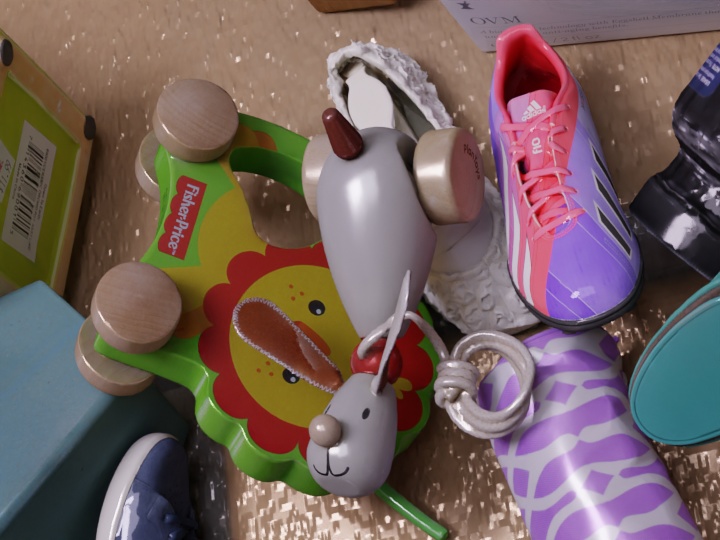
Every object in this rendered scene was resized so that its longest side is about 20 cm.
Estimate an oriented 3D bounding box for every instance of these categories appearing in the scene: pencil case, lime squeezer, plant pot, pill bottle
[{"bbox_3d":[0.126,0.122,1.022,0.084,0.085,0.201,-52,50,45],"label":"pencil case"},{"bbox_3d":[-0.012,0.066,1.136,0.070,0.038,0.201,-9,62,-14],"label":"lime squeezer"},{"bbox_3d":[-0.201,0.118,1.139,0.200,0.141,0.141,-47,59,-9],"label":"plant pot"},{"bbox_3d":[0.225,-0.085,1.025,0.112,0.112,0.201,44,104,31],"label":"pill bottle"},{"bbox_3d":[-0.270,-0.048,1.204,0.180,0.199,0.202,2,71,18],"label":"plant pot"}]

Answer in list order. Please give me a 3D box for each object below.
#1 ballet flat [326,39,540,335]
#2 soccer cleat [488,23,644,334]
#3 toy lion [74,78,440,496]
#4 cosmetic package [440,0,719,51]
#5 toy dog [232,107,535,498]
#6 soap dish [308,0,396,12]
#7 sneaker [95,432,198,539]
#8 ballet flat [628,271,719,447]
[{"bbox_3d":[0.032,-0.047,1.135,0.072,0.072,0.201,-35,61,9],"label":"ballet flat"},{"bbox_3d":[0.097,-0.048,1.057,0.068,0.074,0.201,-17,37,8],"label":"soccer cleat"},{"bbox_3d":[-0.044,0.015,1.105,0.190,0.069,0.201,19,56,-9],"label":"toy lion"},{"bbox_3d":[0.124,-0.214,1.077,0.198,0.200,0.124,-3,69,24],"label":"cosmetic package"},{"bbox_3d":[0.000,0.000,1.034,0.131,0.096,0.201,-24,56,21],"label":"toy dog"},{"bbox_3d":[-0.009,-0.249,1.152,0.081,0.200,0.158,23,81,26],"label":"soap dish"},{"bbox_3d":[-0.092,0.187,1.100,0.084,0.075,0.202,-2,80,25],"label":"sneaker"},{"bbox_3d":[0.200,0.008,0.959,0.067,0.070,0.200,40,128,3],"label":"ballet flat"}]
